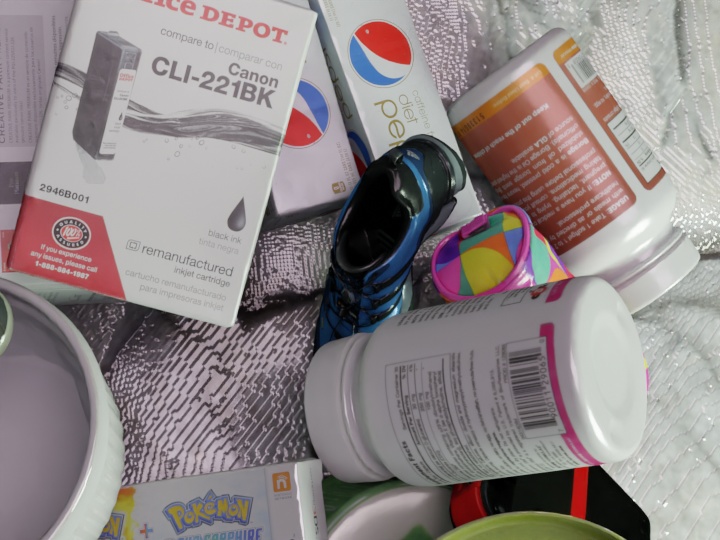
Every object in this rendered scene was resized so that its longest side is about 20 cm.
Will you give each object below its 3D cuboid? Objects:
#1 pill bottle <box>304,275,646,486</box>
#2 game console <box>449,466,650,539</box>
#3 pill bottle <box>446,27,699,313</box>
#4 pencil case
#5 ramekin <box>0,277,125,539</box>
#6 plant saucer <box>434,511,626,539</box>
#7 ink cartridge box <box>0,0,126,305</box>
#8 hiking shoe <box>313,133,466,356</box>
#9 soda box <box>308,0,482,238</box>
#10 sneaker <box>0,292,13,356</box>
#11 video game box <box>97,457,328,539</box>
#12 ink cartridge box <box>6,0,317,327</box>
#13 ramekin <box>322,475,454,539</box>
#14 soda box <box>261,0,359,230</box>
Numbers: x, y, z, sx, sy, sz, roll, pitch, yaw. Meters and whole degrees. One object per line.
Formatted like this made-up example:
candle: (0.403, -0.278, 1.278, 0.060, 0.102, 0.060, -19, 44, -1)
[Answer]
pill bottle: (0.070, 0.075, 0.945, 0.113, 0.198, 0.115, 26, 58, -52)
game console: (0.137, 0.176, 1.035, 0.031, 0.200, 0.177, -38, 103, 25)
pill bottle: (0.161, -0.068, 1.108, 0.112, 0.112, 0.201, -36, 93, -19)
pencil case: (0.129, 0.036, 1.050, 0.200, 0.088, 0.089, 45, 67, -42)
ramekin: (-0.240, 0.112, 0.927, 0.197, 0.105, 0.203, -3, 71, 8)
plant saucer: (0.106, 0.236, 0.937, 0.197, 0.031, 0.203, 1, 107, 4)
ink cartridge box: (-0.214, -0.081, 1.009, 0.173, 0.084, 0.203, -1, 81, -17)
hiking shoe: (0.000, 0.000, 1.025, 0.074, 0.086, 0.202, 29, 113, 26)
soda box: (0.018, -0.119, 1.098, 0.067, 0.064, 0.202, -19, 88, -19)
sneaker: (-0.309, 0.025, 0.853, 0.197, 0.106, 0.076, -13, 68, 2)
video game box: (-0.110, 0.224, 0.957, 0.198, 0.047, 0.185, -11, 80, 19)
ink cartridge box: (-0.122, -0.084, 0.920, 0.143, 0.084, 0.203, 15, 94, -12)
ramekin: (0.027, 0.234, 1.023, 0.197, 0.098, 0.203, 3, 80, -17)
soda box: (-0.064, -0.136, 1.068, 0.067, 0.064, 0.202, -15, 85, -19)
